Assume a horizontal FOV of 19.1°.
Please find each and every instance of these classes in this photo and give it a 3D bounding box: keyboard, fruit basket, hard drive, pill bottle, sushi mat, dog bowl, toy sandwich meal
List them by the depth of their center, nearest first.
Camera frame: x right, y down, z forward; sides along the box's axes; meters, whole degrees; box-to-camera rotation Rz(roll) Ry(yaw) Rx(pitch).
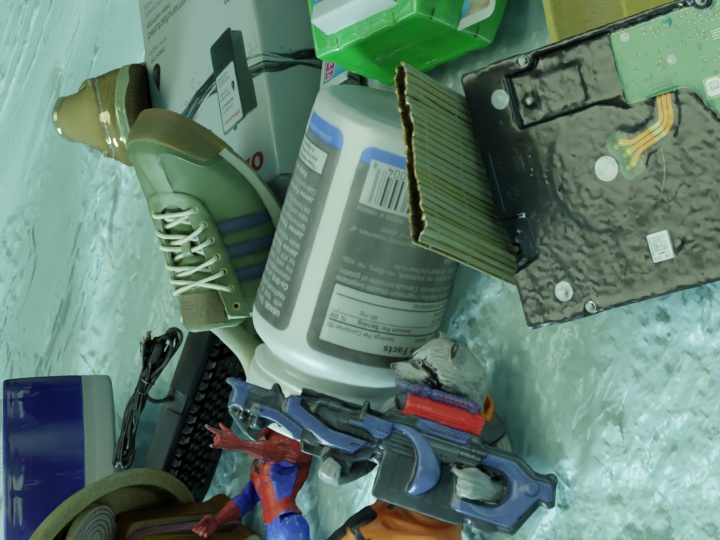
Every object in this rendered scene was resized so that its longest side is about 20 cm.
[{"bbox_3d":[0.156,-0.060,1.070,0.199,0.038,0.141,-17,88,34],"label":"hard drive"},{"bbox_3d":[0.072,-0.041,1.137,0.012,0.200,0.097,-15,72,27],"label":"sushi mat"},{"bbox_3d":[0.000,0.000,1.290,0.114,0.113,0.202,37,115,50],"label":"pill bottle"},{"bbox_3d":[0.028,-0.224,1.305,0.185,0.093,0.202,-16,69,53],"label":"fruit basket"},{"bbox_3d":[-0.151,0.223,1.403,0.070,0.204,0.207,24,105,35],"label":"toy sandwich meal"},{"bbox_3d":[-0.115,0.087,1.435,0.021,0.127,0.202,32,114,31],"label":"keyboard"},{"bbox_3d":[-0.215,0.175,1.528,0.200,0.078,0.202,180,90,-81],"label":"dog bowl"}]

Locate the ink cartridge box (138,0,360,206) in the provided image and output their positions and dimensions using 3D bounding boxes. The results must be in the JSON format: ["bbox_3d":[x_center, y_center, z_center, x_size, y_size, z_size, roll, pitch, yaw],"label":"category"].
[{"bbox_3d":[-0.072,-0.120,1.435,0.146,0.082,0.202,-34,59,48],"label":"ink cartridge box"}]

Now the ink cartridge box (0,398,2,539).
[{"bbox_3d":[-0.329,0.206,1.693,0.083,0.145,0.202,27,107,54],"label":"ink cartridge box"}]

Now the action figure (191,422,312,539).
[{"bbox_3d":[-0.066,0.175,1.377,0.065,0.098,0.202,-38,53,44],"label":"action figure"}]

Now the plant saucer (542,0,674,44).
[{"bbox_3d":[0.170,-0.214,1.139,0.200,0.048,0.202,-34,59,48],"label":"plant saucer"}]

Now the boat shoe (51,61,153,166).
[{"bbox_3d":[-0.182,-0.108,1.524,0.200,0.075,0.072,-117,19,-83],"label":"boat shoe"}]

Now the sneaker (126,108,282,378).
[{"bbox_3d":[-0.087,-0.005,1.335,0.067,0.200,0.090,-2,52,36],"label":"sneaker"}]

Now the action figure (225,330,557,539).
[{"bbox_3d":[0.010,0.122,1.252,0.105,0.199,0.195,-39,-27,-77],"label":"action figure"}]
